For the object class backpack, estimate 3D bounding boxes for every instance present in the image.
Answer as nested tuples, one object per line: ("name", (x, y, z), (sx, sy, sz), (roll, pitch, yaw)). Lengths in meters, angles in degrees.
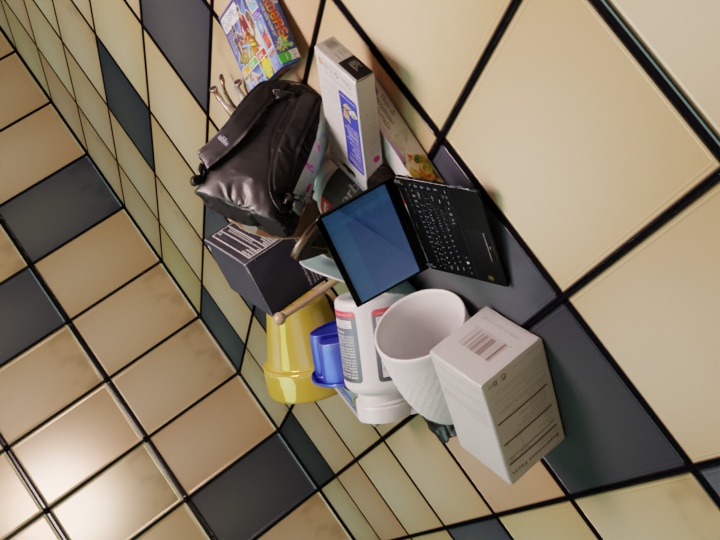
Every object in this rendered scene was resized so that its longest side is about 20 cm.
("backpack", (-0.124, -0.160, 1.360), (0.165, 0.203, 0.127), (22, 163, 6))

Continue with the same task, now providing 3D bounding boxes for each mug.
("mug", (0.116, 0.127, 1.507), (0.201, 0.145, 0.177), (-97, -16, -53))

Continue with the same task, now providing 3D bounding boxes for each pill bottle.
("pill bottle", (0.027, 0.137, 1.587), (0.119, 0.118, 0.204), (-168, 69, -65))
("pill bottle", (0.008, -0.097, 1.410), (0.200, 0.115, 0.117), (43, 158, 35))

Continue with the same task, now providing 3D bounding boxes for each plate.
("plate", (0.000, 0.000, 1.564), (0.199, 0.198, 0.026), (28, 105, 55))

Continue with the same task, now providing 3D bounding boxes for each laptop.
("laptop", (0.070, -0.024, 1.275), (0.198, 0.104, 0.178), (14, 146, 35))

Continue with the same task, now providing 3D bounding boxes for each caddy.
("caddy", (0.004, 0.143, 1.716), (0.141, 0.197, 0.107), (-147, 40, -69))

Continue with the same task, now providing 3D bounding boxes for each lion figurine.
("lion figurine", (-0.194, -0.266, 1.746), (0.123, 0.072, 0.201), (56, -178, -44))

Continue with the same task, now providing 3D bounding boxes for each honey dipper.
("honey dipper", (-0.068, 0.035, 1.695), (0.038, 0.199, 0.038), (48, 162, 22))

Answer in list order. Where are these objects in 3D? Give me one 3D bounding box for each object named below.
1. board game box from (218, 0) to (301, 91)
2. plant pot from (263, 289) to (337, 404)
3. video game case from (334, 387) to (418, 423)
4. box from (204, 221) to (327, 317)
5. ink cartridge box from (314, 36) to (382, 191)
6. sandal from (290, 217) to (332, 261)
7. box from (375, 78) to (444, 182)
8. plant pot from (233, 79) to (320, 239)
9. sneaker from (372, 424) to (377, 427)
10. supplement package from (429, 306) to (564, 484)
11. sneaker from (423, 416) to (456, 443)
("board game box", (-0.157, -0.356, 1.496), (0.137, 0.034, 0.200), (67, 161, -6))
("plant pot", (-0.117, 0.152, 2.062), (0.200, 0.198, 0.192), (20, 126, 61))
("video game case", (0.036, 0.222, 1.863), (0.198, 0.018, 0.144), (-18, 117, 42))
("box", (-0.145, -0.040, 1.772), (0.199, 0.197, 0.125), (27, 146, 57))
("ink cartridge box", (-0.013, -0.199, 1.291), (0.095, 0.037, 0.202), (47, 156, 34))
("sandal", (-0.028, -0.044, 1.512), (0.054, 0.199, 0.082), (41, 113, 26))
("box", (0.055, -0.159, 1.306), (0.201, 0.038, 0.041), (56, 160, 1))
("plant pot", (-0.124, -0.188, 1.539), (0.187, 0.185, 0.202), (43, 142, 34))
("sneaker", (0.024, 0.204, 1.960), (0.115, 0.080, 0.202), (44, 152, 43))
("supplement package", (0.196, 0.177, 1.387), (0.116, 0.117, 0.202), (31, 149, 48))
("sneaker", (0.142, 0.230, 1.694), (0.114, 0.075, 0.200), (52, 167, 12))
